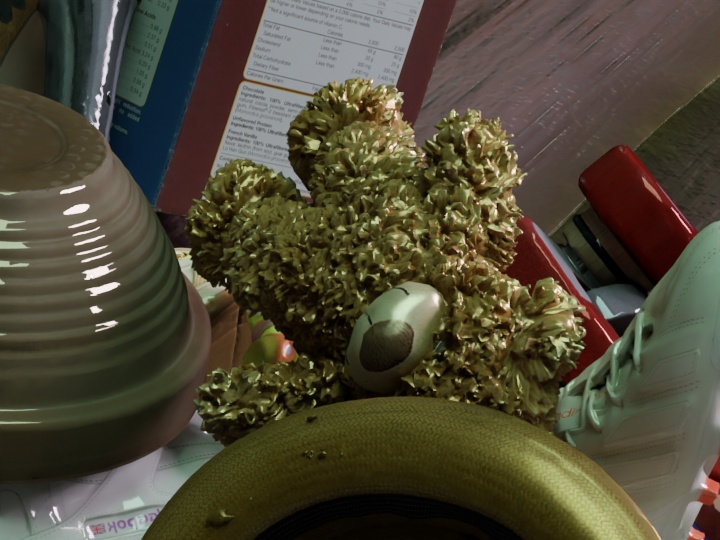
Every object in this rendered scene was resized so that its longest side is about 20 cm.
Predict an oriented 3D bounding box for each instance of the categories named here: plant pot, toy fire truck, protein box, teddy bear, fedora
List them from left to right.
[{"bbox_3d":[-0.149,-0.011,1.043,0.201,0.093,0.201,10,24,-5],"label":"plant pot"},{"bbox_3d":[-0.071,-0.141,1.262,0.135,0.200,0.199,10,13,-44],"label":"protein box"},{"bbox_3d":[0.000,0.000,0.997,0.145,0.067,0.200,-23,42,10],"label":"teddy bear"},{"bbox_3d":[0.017,0.137,0.909,0.201,0.201,0.082,30,-4,24],"label":"fedora"},{"bbox_3d":[0.120,0.059,1.110,0.168,0.112,0.200,55,7,32],"label":"toy fire truck"}]

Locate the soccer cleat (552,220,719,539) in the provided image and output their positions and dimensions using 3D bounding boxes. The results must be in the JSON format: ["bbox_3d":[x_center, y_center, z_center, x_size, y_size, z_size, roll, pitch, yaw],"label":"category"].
[{"bbox_3d":[0.090,0.057,0.969,0.078,0.200,0.069,21,45,8],"label":"soccer cleat"}]

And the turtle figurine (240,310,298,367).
[{"bbox_3d":[0.007,0.069,1.090,0.161,0.064,0.200,37,0,-35],"label":"turtle figurine"}]

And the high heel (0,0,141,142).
[{"bbox_3d":[-0.173,-0.093,1.211,0.200,0.143,0.071,-5,-19,37],"label":"high heel"}]

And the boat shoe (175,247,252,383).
[{"bbox_3d":[-0.092,0.019,1.174,0.069,0.074,0.200,39,38,25],"label":"boat shoe"}]

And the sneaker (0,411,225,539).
[{"bbox_3d":[-0.097,0.099,1.036,0.100,0.075,0.200,29,32,23],"label":"sneaker"}]
